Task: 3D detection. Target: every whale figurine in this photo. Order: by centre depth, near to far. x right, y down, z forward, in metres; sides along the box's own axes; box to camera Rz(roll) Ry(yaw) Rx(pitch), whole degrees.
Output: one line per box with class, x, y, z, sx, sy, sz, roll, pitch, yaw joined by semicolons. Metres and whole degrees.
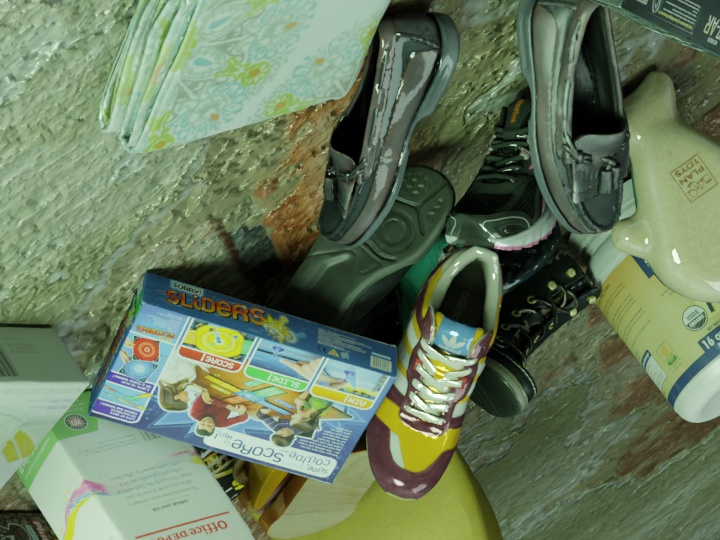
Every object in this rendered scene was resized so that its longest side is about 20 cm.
whale figurine;0.273;-0.068;1.860;0.159;0.200;0.104;-37;-176;-3

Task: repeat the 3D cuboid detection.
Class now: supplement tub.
supplement tub;0.291;0.019;1.976;0.144;0.200;0.144;-31;160;-13

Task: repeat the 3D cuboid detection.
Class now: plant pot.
plant pot;0.031;0.234;2.017;0.195;0.200;0.194;-37;155;-3

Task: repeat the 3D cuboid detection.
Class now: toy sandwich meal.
toy sandwich meal;-0.020;0.142;1.815;0.205;0.070;0.205;-29;160;-12

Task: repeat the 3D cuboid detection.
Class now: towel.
towel;-0.062;-0.159;1.400;0.200;0.048;0.171;-19;153;-35

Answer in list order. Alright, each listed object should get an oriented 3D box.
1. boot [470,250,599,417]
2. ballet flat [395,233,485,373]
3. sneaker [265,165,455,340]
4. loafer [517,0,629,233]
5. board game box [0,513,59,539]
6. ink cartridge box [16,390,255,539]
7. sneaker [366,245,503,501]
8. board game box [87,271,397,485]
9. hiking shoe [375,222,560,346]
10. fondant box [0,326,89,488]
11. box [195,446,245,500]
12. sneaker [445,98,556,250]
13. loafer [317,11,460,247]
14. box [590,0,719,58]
boot;0.143;0.048;1.916;0.154;0.074;0.204;-36;-166;-10
ballet flat;0.063;0.054;1.756;0.070;0.200;0.067;-15;148;23
sneaker;0.000;0.000;1.729;0.199;0.076;0.114;-52;171;4
loafer;0.164;-0.113;1.616;0.072;0.063;0.200;-32;120;-34
board game box;-0.308;0.281;1.775;0.159;0.097;0.200;-47;153;20
ink cartridge box;-0.166;0.185;1.672;0.117;0.200;0.067;-10;144;-44
sneaker;0.056;0.074;1.669;0.090;0.075;0.200;119;-14;-73
board game box;-0.089;0.084;1.660;0.200;0.034;0.135;18;132;-14
hiking shoe;0.080;0.010;1.864;0.200;0.074;0.087;-30;165;6
fondant box;-0.305;0.125;1.557;0.200;0.058;0.144;-47;154;24
box;-0.123;0.144;1.841;0.200;0.049;0.160;-34;157;-8
sneaker;0.120;-0.085;1.698;0.200;0.080;0.086;-47;133;-52
loafer;0.003;-0.103;1.574;0.063;0.072;0.200;5;129;-29
box;0.236;-0.246;1.564;0.200;0.044;0.160;10;103;-58
